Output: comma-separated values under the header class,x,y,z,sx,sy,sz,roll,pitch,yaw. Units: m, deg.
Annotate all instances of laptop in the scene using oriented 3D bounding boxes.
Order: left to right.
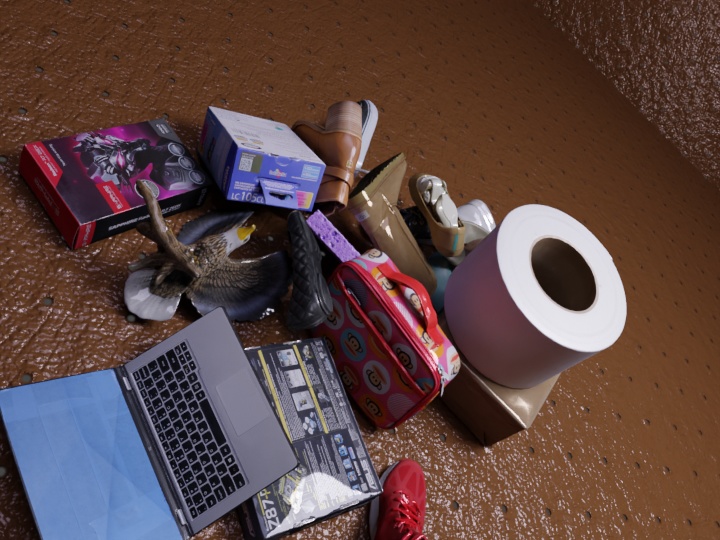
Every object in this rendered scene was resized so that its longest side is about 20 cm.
class,x,y,z,sx,sy,sz,roll,pitch,yaw
laptop,-0.190,0.150,0.530,0.197,0.116,0.190,-30,73,-6

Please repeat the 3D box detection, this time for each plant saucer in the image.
class,x,y,z,sx,sy,sz,roll,pitch,yaw
plant saucer,0.201,0.037,0.993,0.196,0.036,0.204,22,46,-23

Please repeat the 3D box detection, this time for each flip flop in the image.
class,x,y,z,sx,sy,sz,roll,pitch,yaw
flip flop,0.211,-0.017,0.925,0.198,0.082,0.058,39,-2,13

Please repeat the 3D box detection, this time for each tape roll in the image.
class,x,y,z,sx,sy,sz,roll,pitch,yaw
tape roll,0.228,0.036,0.756,0.197,0.140,0.208,11,58,-18

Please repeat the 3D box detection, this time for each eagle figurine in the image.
class,x,y,z,sx,sy,sz,roll,pitch,yaw
eagle figurine,-0.179,-0.016,0.696,0.200,0.146,0.157,12,82,-76

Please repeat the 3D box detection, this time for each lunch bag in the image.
class,x,y,z,sx,sy,sz,roll,pitch,yaw
lunch bag,0.031,0.081,0.717,0.081,0.177,0.202,-25,72,-46

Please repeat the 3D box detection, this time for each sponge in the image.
class,x,y,z,sx,sy,sz,roll,pitch,yaw
sponge,0.000,0.000,0.822,0.200,0.030,0.112,47,-2,5

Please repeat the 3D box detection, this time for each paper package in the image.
class,x,y,z,sx,sy,sz,roll,pitch,yaw
paper package,0.197,0.117,0.845,0.191,0.104,0.200,44,54,5

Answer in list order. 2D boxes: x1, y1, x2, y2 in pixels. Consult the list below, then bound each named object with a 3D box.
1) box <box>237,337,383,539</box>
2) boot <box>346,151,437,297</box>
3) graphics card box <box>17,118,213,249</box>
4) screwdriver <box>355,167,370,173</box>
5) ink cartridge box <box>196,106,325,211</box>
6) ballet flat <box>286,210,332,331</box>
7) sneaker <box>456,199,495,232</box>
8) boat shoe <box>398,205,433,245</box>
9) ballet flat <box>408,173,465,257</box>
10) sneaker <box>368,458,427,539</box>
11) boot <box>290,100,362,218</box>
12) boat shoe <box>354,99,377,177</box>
class,x,y,z,sx,sy,sz,roll,pitch,yaw
box,-0.078,0.183,0.646,0.158,0.049,0.204,-2,58,-41
boot,0.065,-0.063,0.904,0.203,0.065,0.176,57,46,-17
graphics card box,-0.302,-0.117,0.720,0.126,0.051,0.198,50,41,9
screwdriver,0.015,-0.171,0.983,0.199,0.028,0.029,-1,90,-64
ink cartridge box,-0.139,-0.153,0.800,0.133,0.078,0.200,5,27,-33
ballet flat,-0.078,-0.010,0.714,0.203,0.055,0.067,-106,171,-49
sneaker,0.217,-0.020,0.986,0.087,0.076,0.203,-25,75,-25
boat shoe,0.098,-0.082,0.987,0.195,0.066,0.071,4,53,-36
ballet flat,0.130,-0.111,0.929,0.066,0.064,0.203,-6,48,-14
sneaker,0.056,0.283,0.615,0.077,0.116,0.202,32,42,-9
boot,-0.069,-0.154,0.872,0.072,0.198,0.160,14,75,-28
boat shoe,-0.017,-0.257,1.038,0.070,0.072,0.204,29,45,-20
